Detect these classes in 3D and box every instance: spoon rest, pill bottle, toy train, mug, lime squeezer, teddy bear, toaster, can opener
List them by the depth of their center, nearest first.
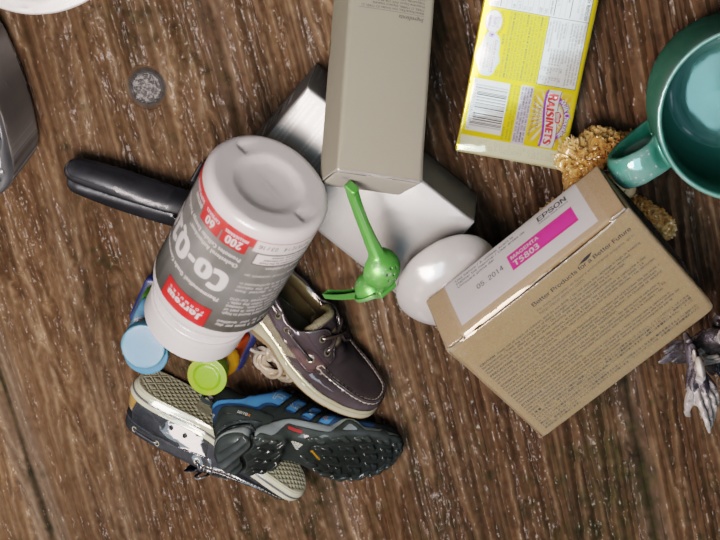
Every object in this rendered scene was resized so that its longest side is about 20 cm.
[{"bbox_3d":[0.308,-0.148,1.495,0.183,0.115,0.153,4,108,0],"label":"mug"},{"bbox_3d":[-0.116,-0.014,1.520,0.113,0.114,0.200,29,133,-5],"label":"pill bottle"},{"bbox_3d":[0.000,0.000,1.533,0.070,0.038,0.200,29,152,8],"label":"lime squeezer"},{"bbox_3d":[-0.364,-0.145,1.570,0.113,0.129,0.202,-14,108,12],"label":"toaster"},{"bbox_3d":[0.214,-0.029,1.574,0.144,0.067,0.201,20,111,-13],"label":"teddy bear"},{"bbox_3d":[0.098,0.037,1.593,0.099,0.061,0.200,-33,134,2],"label":"spoon rest"},{"bbox_3d":[-0.183,-0.066,1.625,0.198,0.079,0.064,11,150,6],"label":"can opener"},{"bbox_3d":[-0.130,0.083,1.635,0.199,0.116,0.085,26,112,-3],"label":"toy train"}]

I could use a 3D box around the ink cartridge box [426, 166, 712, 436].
[{"bbox_3d":[0.185,0.030,1.525,0.199,0.075,0.165,-38,128,12],"label":"ink cartridge box"}]

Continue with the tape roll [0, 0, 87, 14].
[{"bbox_3d":[-0.284,-0.331,1.523,0.200,0.071,0.204,2,110,6],"label":"tape roll"}]

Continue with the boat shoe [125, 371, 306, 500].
[{"bbox_3d":[-0.144,0.172,1.697,0.199,0.075,0.063,30,117,0],"label":"boat shoe"}]

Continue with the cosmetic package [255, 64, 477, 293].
[{"bbox_3d":[0.001,-0.080,1.578,0.200,0.090,0.107,39,110,-12],"label":"cosmetic package"}]

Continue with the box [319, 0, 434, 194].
[{"bbox_3d":[0.015,-0.172,1.494,0.081,0.068,0.202,8,81,-15],"label":"box"}]

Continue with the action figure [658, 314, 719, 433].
[{"bbox_3d":[0.331,0.088,1.497,0.118,0.200,0.103,-10,89,-4],"label":"action figure"}]

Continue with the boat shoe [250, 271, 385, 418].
[{"bbox_3d":[-0.047,0.058,1.636,0.200,0.072,0.065,45,131,-5],"label":"boat shoe"}]

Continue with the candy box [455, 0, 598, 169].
[{"bbox_3d":[0.152,-0.196,1.547,0.101,0.026,0.202,10,111,-2],"label":"candy box"}]

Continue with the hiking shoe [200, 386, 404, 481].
[{"bbox_3d":[-0.050,0.148,1.667,0.198,0.087,0.075,8,133,-26],"label":"hiking shoe"}]
